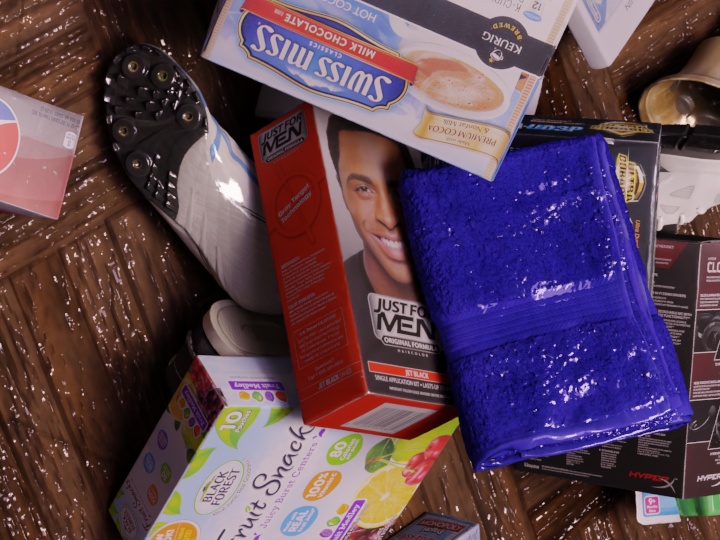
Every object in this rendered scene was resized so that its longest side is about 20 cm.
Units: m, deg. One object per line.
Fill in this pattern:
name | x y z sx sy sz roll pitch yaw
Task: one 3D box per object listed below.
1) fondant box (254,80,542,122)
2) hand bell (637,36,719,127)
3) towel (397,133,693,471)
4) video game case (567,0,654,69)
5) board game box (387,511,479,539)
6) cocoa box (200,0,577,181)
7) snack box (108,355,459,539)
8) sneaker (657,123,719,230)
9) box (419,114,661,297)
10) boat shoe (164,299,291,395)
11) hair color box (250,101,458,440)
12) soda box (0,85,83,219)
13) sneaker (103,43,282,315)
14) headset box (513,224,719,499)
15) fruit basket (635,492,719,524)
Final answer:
fondant box | 0.035 -0.145 1.724 0.199 0.058 0.145 18 84 -37
hand bell | 0.293 -0.184 1.920 0.104 0.104 0.201 47 55 -32
towel | 0.115 0.015 1.579 0.147 0.050 0.201 -12 73 -13
video game case | 0.167 -0.277 1.809 0.183 0.022 0.200 -54 124 -38
board game box | 0.027 0.277 1.761 0.200 0.062 0.200 -46 120 -25
cocoa box | 0.018 -0.165 1.564 0.199 0.133 0.132 23 109 -6
snack box | -0.046 0.123 1.647 0.199 0.053 0.143 4 129 -39
sneaker | 0.197 -0.038 1.731 0.076 0.199 0.116 -47 138 -69
box | 0.117 -0.003 1.693 0.046 0.158 0.201 -62 154 -68
boat shoe | -0.044 0.069 1.692 0.199 0.072 0.068 13 125 -45
hair color box | 0.000 0.000 1.600 0.101 0.061 0.201 11 59 -46
soda box | -0.266 -0.089 1.487 0.199 0.063 0.070 20 82 -37
sneaker | -0.101 -0.059 1.630 0.072 0.073 0.200 -31 106 8
headset box | 0.194 0.052 1.807 0.077 0.148 0.201 1 94 -51
fruit basket | 0.276 0.087 1.919 0.185 0.094 0.201 -1 92 -38
